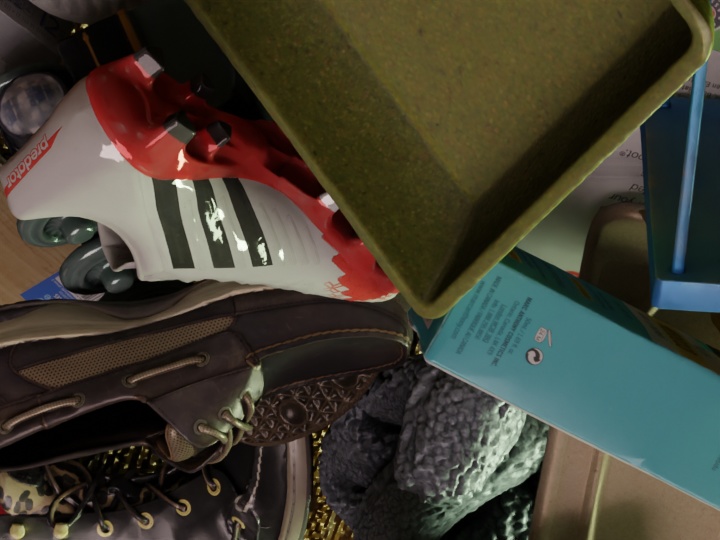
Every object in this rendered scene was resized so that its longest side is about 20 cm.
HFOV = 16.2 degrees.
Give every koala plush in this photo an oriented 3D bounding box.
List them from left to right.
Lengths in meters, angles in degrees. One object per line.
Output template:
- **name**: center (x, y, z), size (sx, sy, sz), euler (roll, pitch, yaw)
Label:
- **koala plush**: center (0.056, 0.155, 1.163), size (0.177, 0.200, 0.184), euler (12, 162, -30)

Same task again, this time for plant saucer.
- **plant saucer**: center (0.027, -0.112, 0.904), size (0.200, 0.048, 0.200), euler (54, 140, 9)

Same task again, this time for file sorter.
- **file sorter**: center (0.209, -0.066, 0.922), size (0.200, 0.139, 0.123), euler (4, 123, 2)

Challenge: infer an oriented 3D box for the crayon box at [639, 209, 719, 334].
- **crayon box**: center (0.215, 0.016, 0.980), size (0.200, 0.126, 0.052), euler (1, 107, -3)

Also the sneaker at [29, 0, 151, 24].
- **sneaker**: center (-0.057, -0.169, 1.016), size (0.200, 0.079, 0.078), euler (-24, 131, 32)

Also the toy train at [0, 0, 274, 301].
- **toy train**: center (-0.086, -0.043, 1.080), size (0.114, 0.085, 0.200), euler (-25, 156, 3)

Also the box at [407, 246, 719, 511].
- **box**: center (0.119, 0.050, 1.005), size (0.200, 0.082, 0.049), euler (27, 98, -9)

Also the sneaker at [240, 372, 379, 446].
- **sneaker**: center (0.000, 0.000, 1.139), size (0.070, 0.076, 0.200), euler (39, 122, -4)

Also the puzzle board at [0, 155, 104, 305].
- **puzzle board**: center (-0.193, 0.010, 1.218), size (0.151, 0.017, 0.200), euler (-30, 121, 26)

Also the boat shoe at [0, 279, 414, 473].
- **boat shoe**: center (-0.074, 0.050, 1.072), size (0.200, 0.073, 0.075), euler (-8, 155, 2)

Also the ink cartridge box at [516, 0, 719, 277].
- **ink cartridge box**: center (0.153, -0.068, 1.067), size (0.145, 0.084, 0.200), euler (16, 130, -7)

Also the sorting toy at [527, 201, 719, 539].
- **sorting toy**: center (0.170, 0.079, 1.075), size (0.185, 0.036, 0.200), euler (10, 101, -5)

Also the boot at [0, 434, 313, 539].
- **boot**: center (-0.104, 0.110, 1.245), size (0.151, 0.073, 0.200), euler (5, 137, -8)

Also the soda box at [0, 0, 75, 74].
- **soda box**: center (-0.214, -0.146, 1.060), size (0.200, 0.063, 0.068), euler (38, 123, -22)

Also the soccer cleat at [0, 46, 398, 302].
- **soccer cleat**: center (-0.056, -0.024, 0.993), size (0.085, 0.069, 0.200), euler (-34, 148, 22)
